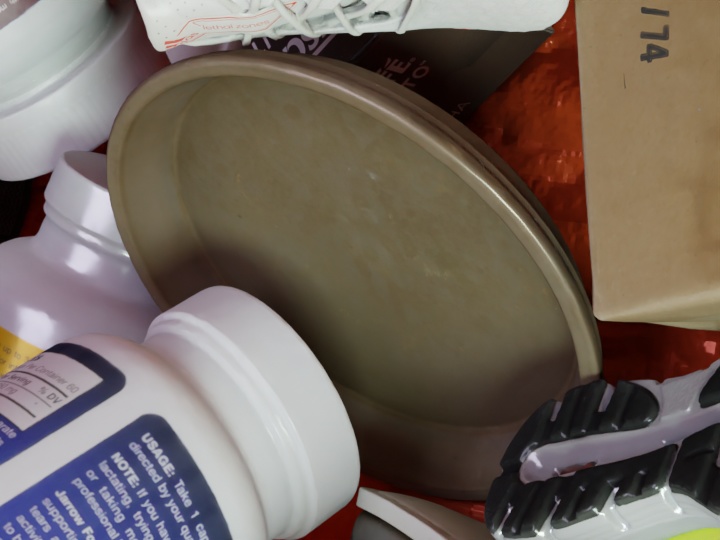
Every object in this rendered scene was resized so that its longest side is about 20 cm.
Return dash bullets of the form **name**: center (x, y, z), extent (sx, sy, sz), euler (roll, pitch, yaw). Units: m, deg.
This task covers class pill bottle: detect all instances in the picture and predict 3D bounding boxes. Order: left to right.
- **pill bottle**: center (-0.166, -0.140, 0.958), extent (0.110, 0.200, 0.110), euler (-25, 28, 14)
- **pill bottle**: center (-0.104, 0.092, 0.820), extent (0.116, 0.200, 0.116), euler (39, 147, 32)
- **pill bottle**: center (-0.120, 0.058, 0.958), extent (0.104, 0.104, 0.200), euler (32, 105, 40)

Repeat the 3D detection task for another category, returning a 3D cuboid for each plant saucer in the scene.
- **plant saucer**: center (0.000, 0.000, 0.834), extent (0.200, 0.200, 0.029), euler (3, 42, 42)

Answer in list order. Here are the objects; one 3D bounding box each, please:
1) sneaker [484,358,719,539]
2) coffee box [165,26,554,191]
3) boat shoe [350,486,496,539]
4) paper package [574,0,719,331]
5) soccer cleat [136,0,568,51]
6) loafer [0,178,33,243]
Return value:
- **sneaker**: center (0.134, 0.072, 0.739), extent (0.200, 0.090, 0.078), euler (-11, 44, 52)
- **coffee box**: center (-0.027, -0.134, 0.919), extent (0.113, 0.080, 0.200), euler (-44, 57, 27)
- **boat shoe**: center (0.065, 0.135, 0.802), extent (0.202, 0.072, 0.060), euler (29, 98, 37)
- **paper package**: center (0.162, -0.090, 0.729), extent (0.191, 0.103, 0.200), euler (-14, 75, 41)
- **soccer cleat**: center (-0.029, -0.101, 0.779), extent (0.200, 0.069, 0.085), euler (20, 63, 23)
- **loafer**: center (-0.182, -0.057, 1.066), extent (0.063, 0.072, 0.200), euler (25, 94, 61)
